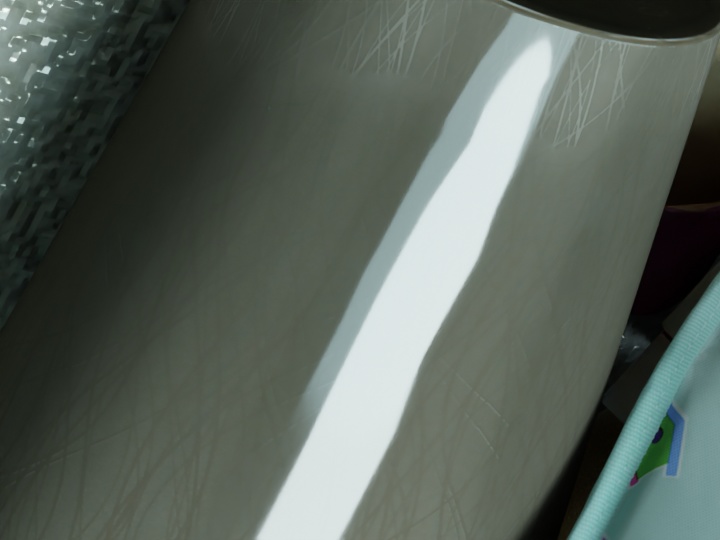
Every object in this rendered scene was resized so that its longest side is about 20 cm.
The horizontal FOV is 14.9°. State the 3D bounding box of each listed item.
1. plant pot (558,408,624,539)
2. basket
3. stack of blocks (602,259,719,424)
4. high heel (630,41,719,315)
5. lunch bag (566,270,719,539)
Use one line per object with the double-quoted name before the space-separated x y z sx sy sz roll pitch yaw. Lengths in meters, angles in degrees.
"plant pot" 0.097 0.138 0.842 0.199 0.027 0.201 -6 99 -40
"basket" 0.000 0.000 0.684 0.179 0.136 0.201 9 120 -30
"stack of blocks" 0.176 0.002 0.761 0.200 0.115 0.059 -49 170 25
"high heel" 0.097 -0.048 0.710 0.067 0.096 0.201 -13 132 -17
"lunch bag" 0.134 0.096 0.698 0.201 0.170 0.122 -59 162 -13
